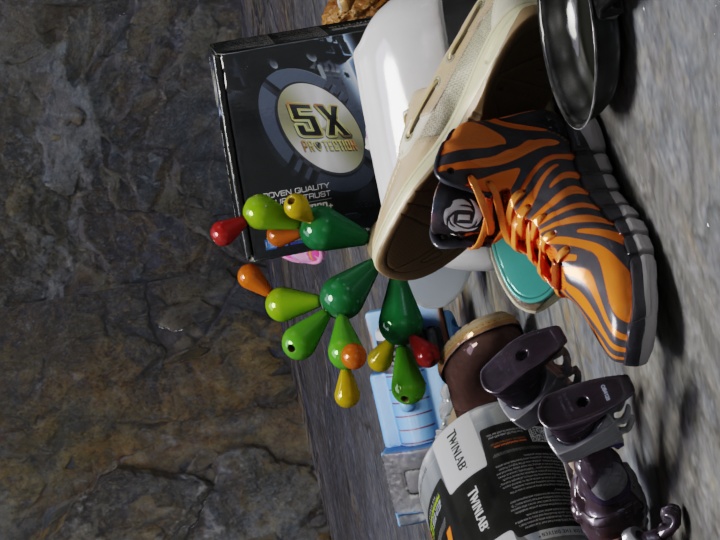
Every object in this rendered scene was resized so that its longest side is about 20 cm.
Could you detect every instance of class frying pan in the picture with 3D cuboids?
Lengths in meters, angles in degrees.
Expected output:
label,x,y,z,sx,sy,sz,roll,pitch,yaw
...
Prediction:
label,x,y,z,sx,sy,sz,roll,pitch,yaw
frying pan,0.125,-0.155,1.186,0.190,0.031,0.116,100,159,-62

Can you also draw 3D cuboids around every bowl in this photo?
label,x,y,z,sx,sy,sz,roll,pitch,yaw
bowl,0.052,-0.097,1.475,0.200,0.074,0.202,-28,-72,-78

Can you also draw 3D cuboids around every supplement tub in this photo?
label,x,y,z,sx,sy,sz,roll,pitch,yaw
supplement tub,0.114,0.187,1.401,0.200,0.122,0.123,-109,11,-56

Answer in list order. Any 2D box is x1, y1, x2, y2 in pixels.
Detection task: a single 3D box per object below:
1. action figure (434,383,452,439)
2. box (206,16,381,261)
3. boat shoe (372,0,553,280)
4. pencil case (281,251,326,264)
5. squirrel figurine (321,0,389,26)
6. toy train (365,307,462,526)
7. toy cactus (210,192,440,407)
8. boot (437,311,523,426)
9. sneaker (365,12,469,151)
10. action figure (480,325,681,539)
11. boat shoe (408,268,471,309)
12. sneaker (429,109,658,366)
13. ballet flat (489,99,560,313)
label,x,y,z,sx,sy,sz,roll,pitch,yaw
action figure,0.091,0.159,1.778,0.118,0.054,0.201,32,-133,-49
box,-0.008,-0.109,1.685,0.086,0.198,0.165,-123,24,-76
boat shoe,0.061,-0.087,1.343,0.201,0.072,0.065,-62,40,20
pencil case,-0.015,-0.090,1.838,0.087,0.200,0.088,28,146,21
squirrel figurine,0.005,-0.269,1.781,0.187,0.141,0.201,55,170,51
toy train,0.057,0.120,1.868,0.114,0.086,0.202,-37,-64,-73
toy cactus,0.000,0.000,1.620,0.200,0.165,0.102,46,167,5
boot,0.120,0.140,1.631,0.201,0.072,0.167,93,154,-57
sneaker,0.048,-0.134,1.594,0.075,0.099,0.202,-173,73,-75
action figure,0.140,0.113,1.257,0.130,0.069,0.200,56,179,38
boat shoe,0.050,-0.073,1.791,0.086,0.074,0.204,-138,41,-79
sneaker,0.098,-0.016,1.241,0.201,0.111,0.078,-108,18,-49
ballet flat,0.111,-0.069,1.386,0.062,0.067,0.202,21,-121,-64
